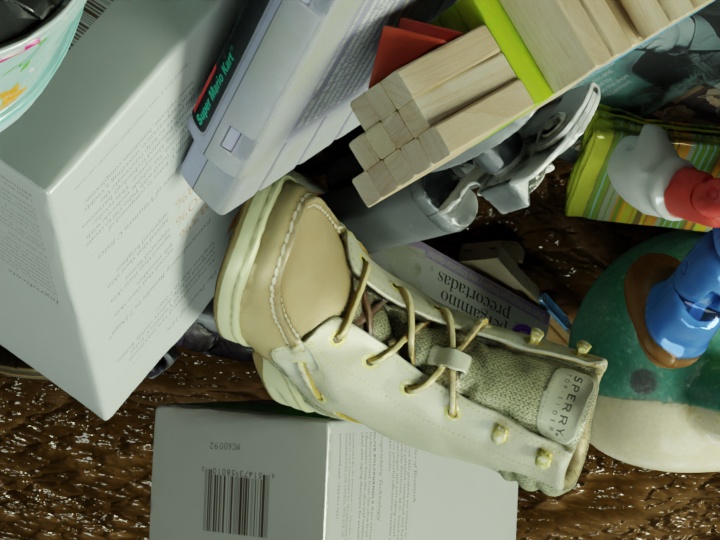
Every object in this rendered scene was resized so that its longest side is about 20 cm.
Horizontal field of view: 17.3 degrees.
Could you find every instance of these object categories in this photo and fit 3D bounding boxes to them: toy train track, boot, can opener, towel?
[{"bbox_3d":[0.111,0.033,1.191,0.114,0.033,0.200,-5,147,35],"label":"toy train track"},{"bbox_3d":[0.025,0.031,0.995,0.154,0.072,0.200,20,163,16],"label":"boot"},{"bbox_3d":[0.025,-0.051,0.982,0.067,0.053,0.200,44,154,-18],"label":"can opener"},{"bbox_3d":[0.189,-0.036,1.007,0.199,0.018,0.086,6,157,-3],"label":"towel"}]

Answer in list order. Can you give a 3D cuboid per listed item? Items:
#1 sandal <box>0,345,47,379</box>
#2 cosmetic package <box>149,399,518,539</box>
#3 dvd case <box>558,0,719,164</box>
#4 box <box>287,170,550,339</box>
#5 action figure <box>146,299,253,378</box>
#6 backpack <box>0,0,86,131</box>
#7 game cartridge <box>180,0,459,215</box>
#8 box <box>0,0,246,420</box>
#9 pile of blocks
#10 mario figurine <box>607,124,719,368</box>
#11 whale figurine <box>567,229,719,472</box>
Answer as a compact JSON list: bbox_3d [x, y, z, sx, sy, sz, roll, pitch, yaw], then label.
[{"bbox_3d":[-0.164,0.019,1.100,0.054,0.082,0.199,34,156,-35],"label":"sandal"},{"bbox_3d":[-0.009,0.110,1.203,0.107,0.085,0.200,3,-179,30],"label":"cosmetic package"},{"bbox_3d":[0.128,-0.079,0.969,0.199,0.022,0.146,20,150,-29],"label":"dvd case"},{"bbox_3d":[0.000,0.000,1.103,0.199,0.039,0.041,29,148,-27],"label":"box"},{"bbox_3d":[-0.075,0.024,1.168,0.199,0.070,0.130,11,160,-4],"label":"action figure"},{"bbox_3d":[-0.176,-0.126,0.755,0.199,0.178,0.151,12,154,-9],"label":"backpack"},{"bbox_3d":[0.009,-0.104,0.832,0.129,0.038,0.200,-31,166,-31],"label":"game cartridge"},{"bbox_3d":[-0.107,-0.050,0.923,0.097,0.125,0.200,33,158,16],"label":"box"},{"bbox_3d":[0.073,-0.100,0.846,0.199,0.062,0.082,-31,180,-12],"label":"pile of blocks"},{"bbox_3d":[0.179,-0.040,0.936,0.123,0.106,0.200,-20,157,-30],"label":"mario figurine"},{"bbox_3d":[0.191,0.033,1.071,0.199,0.104,0.159,0,-172,26],"label":"whale figurine"}]
